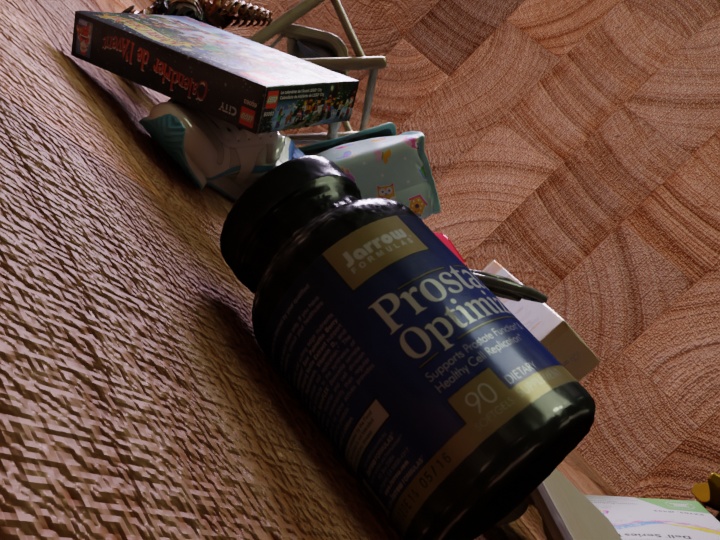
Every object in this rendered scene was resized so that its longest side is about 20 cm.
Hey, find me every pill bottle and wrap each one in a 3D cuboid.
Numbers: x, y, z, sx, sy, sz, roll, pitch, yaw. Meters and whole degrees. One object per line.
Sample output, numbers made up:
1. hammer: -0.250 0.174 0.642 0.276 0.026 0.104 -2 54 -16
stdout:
1. pill bottle: 0.014 0.035 0.408 0.200 0.112 0.112 48 5 25

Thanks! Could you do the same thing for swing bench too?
1. swing bench: -0.090 -0.226 0.970 0.199 0.199 0.131 104 -36 -72

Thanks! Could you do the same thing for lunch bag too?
1. lunch bag: -0.009 -0.110 0.996 0.200 0.169 0.123 -131 -155 -73

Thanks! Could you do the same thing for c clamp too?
1. c clamp: 0.088 0.004 0.734 0.170 0.027 0.200 10 -3 26

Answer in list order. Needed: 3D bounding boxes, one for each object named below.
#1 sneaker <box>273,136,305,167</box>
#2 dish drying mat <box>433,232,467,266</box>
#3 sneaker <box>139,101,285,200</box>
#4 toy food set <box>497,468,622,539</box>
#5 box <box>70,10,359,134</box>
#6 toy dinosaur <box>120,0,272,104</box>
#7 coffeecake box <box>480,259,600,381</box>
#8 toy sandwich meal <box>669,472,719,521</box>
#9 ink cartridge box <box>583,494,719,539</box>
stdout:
1. sneaker: -0.061 -0.073 0.795 0.089 0.079 0.200 31 16 -20
2. dish drying mat: 0.047 -0.019 1.035 0.199 0.018 0.077 -6 51 -34
3. sneaker: -0.122 -0.117 0.676 0.077 0.081 0.200 48 6 4
4. toy food set: 0.139 0.202 0.513 0.143 0.060 0.200 45 13 -29
5. box: -0.119 -0.170 0.657 0.199 0.038 0.136 26 24 22
6. toy dinosaur: -0.188 -0.250 0.824 0.102 0.137 0.199 22 -24 -39
7. coffeecake box: 0.155 0.092 0.905 0.073 0.153 0.200 44 5 -22
8. toy sandwich meal: 0.340 0.286 0.815 0.070 0.206 0.205 33 0 20
9. ink cartridge box: 0.249 0.245 0.640 0.116 0.068 0.200 1 1 6
